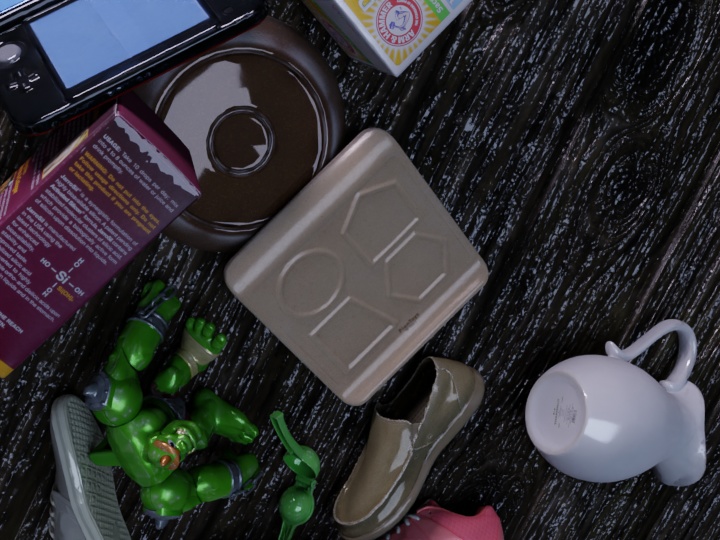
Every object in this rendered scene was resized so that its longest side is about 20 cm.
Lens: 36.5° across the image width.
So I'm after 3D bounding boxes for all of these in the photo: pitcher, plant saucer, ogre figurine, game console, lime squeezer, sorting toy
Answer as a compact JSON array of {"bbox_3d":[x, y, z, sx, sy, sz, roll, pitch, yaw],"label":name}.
[{"bbox_3d":[0.264,0.125,1.090,0.199,0.121,0.173,12,83,-37],"label":"pitcher"},{"bbox_3d":[-0.100,-0.107,0.889,0.199,0.032,0.202,-7,111,-19],"label":"plant saucer"},{"bbox_3d":[-0.157,0.124,0.904,0.120,0.098,0.201,-45,141,-42],"label":"ogre figurine"},{"bbox_3d":[-0.192,-0.220,0.764,0.199,0.173,0.119,-29,144,-10],"label":"game console"},{"bbox_3d":[-0.063,0.207,1.000,0.037,0.071,0.202,12,114,11],"label":"lime squeezer"},{"bbox_3d":[0.000,0.000,0.958,0.185,0.036,0.200,-44,126,-3],"label":"sorting toy"}]

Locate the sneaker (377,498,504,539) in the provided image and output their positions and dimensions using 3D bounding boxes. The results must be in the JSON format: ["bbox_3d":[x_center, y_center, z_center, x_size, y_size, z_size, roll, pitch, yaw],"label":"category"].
[{"bbox_3d":[0.051,0.271,1.079,0.198,0.074,0.088,1,75,-14],"label":"sneaker"}]

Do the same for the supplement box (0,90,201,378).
[{"bbox_3d":[-0.219,-0.034,0.800,0.200,0.110,0.086,-42,115,6],"label":"supplement box"}]

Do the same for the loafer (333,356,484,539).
[{"bbox_3d":[0.033,0.160,1.021,0.067,0.076,0.201,41,80,-28],"label":"loafer"}]

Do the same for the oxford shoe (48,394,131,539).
[{"bbox_3d":[-0.238,0.200,0.922,0.057,0.075,0.202,-5,112,9],"label":"oxford shoe"}]

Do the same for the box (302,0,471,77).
[{"bbox_3d":[-0.012,-0.261,0.830,0.113,0.101,0.200,-46,119,-2],"label":"box"}]
